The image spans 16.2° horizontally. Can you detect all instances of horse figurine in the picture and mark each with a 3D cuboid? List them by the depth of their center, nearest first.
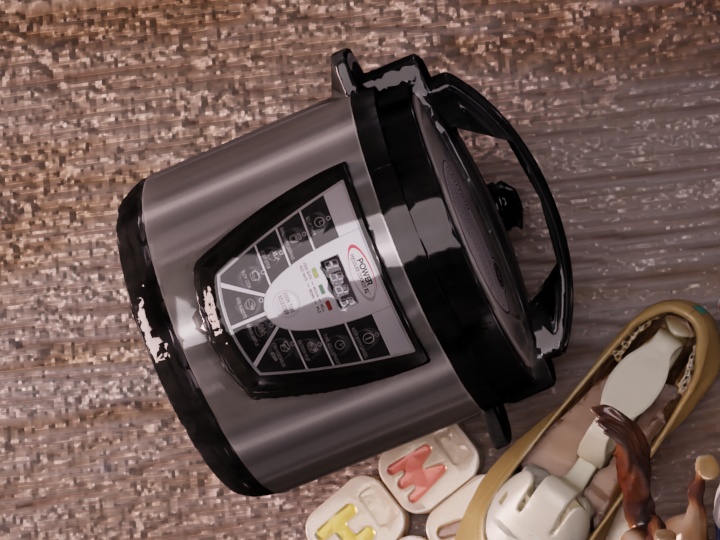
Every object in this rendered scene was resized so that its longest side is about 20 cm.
[{"bbox_3d":[0.141,0.161,1.138,0.050,0.133,0.200,-8,71,-7],"label":"horse figurine"}]

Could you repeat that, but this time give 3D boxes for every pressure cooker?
[{"bbox_3d":[0.000,-0.001,1.238,0.200,0.176,0.179,-22,48,8],"label":"pressure cooker"}]

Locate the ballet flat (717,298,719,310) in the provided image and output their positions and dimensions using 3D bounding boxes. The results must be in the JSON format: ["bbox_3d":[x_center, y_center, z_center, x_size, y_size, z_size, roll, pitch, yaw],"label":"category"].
[{"bbox_3d":[0.261,0.064,1.221,0.200,0.076,0.064,17,94,17],"label":"ballet flat"}]

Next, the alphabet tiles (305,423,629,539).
[{"bbox_3d":[0.065,0.175,1.278,0.196,0.015,0.200,-39,76,5],"label":"alphabet tiles"}]

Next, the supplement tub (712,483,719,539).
[{"bbox_3d":[0.240,0.184,1.153,0.144,0.144,0.200,-5,98,12],"label":"supplement tub"}]

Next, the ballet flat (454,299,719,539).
[{"bbox_3d":[0.105,0.093,1.246,0.069,0.063,0.200,34,85,11],"label":"ballet flat"}]
